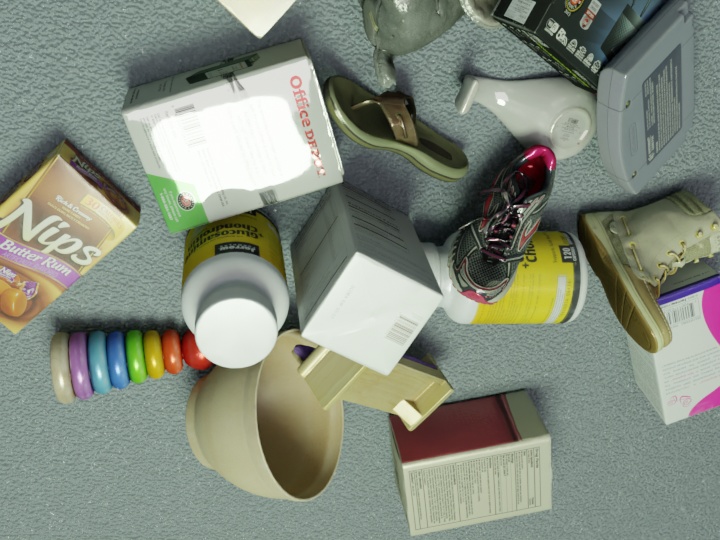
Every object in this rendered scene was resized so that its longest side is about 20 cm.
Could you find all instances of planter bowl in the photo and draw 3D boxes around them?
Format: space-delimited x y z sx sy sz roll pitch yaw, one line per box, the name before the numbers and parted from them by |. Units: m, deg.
planter bowl | -0.125 0.179 1.066 0.134 0.201 0.201 -10 122 26

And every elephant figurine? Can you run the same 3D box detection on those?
elephant figurine | 0.099 -0.298 0.880 0.199 0.142 0.155 -12 149 -20

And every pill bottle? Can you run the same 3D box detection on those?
pill bottle | 0.160 0.008 1.051 0.199 0.112 0.113 0 118 -10
pill bottle | -0.135 0.015 0.948 0.111 0.200 0.113 -4 119 -8

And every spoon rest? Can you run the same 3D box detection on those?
spoon rest | 0.190 -0.183 0.996 0.199 0.061 0.100 11 117 -29

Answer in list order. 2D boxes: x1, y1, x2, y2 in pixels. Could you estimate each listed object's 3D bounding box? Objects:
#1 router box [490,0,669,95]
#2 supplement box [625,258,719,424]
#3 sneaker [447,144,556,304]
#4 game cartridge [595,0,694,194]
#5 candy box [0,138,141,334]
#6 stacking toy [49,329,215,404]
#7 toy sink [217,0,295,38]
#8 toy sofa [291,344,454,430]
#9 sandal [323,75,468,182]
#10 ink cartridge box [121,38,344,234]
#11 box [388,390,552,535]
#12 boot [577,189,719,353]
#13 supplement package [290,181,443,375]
router box | 0.236 -0.275 0.880 0.200 0.062 0.150 17 105 -50
supplement box | 0.407 0.083 1.137 0.101 0.103 0.201 -19 118 0
sneaker | 0.157 -0.055 0.974 0.080 0.201 0.075 25 157 0
game cartridge | 0.311 -0.179 0.956 0.133 0.042 0.200 -42 144 -10
candy box | -0.357 -0.036 0.977 0.200 0.057 0.117 -40 116 10
stacking toy | -0.264 0.106 1.057 0.199 0.085 0.086 -6 119 -11
toy sink | -0.137 -0.332 0.814 0.112 0.131 0.200 -43 117 14
toy sofa | 0.016 0.119 1.057 0.083 0.098 0.200 -46 142 15
sandal | 0.045 -0.164 0.959 0.200 0.080 0.057 21 136 -28
ink cartridge box | -0.132 -0.144 0.939 0.199 0.084 0.147 -16 119 -1
box | 0.147 0.257 1.182 0.199 0.109 0.128 -10 118 -4
boot | 0.362 -0.006 1.034 0.154 0.201 0.072 -15 141 -3
supplement package | 0.000 0.000 0.970 0.109 0.200 0.114 27 112 -20
